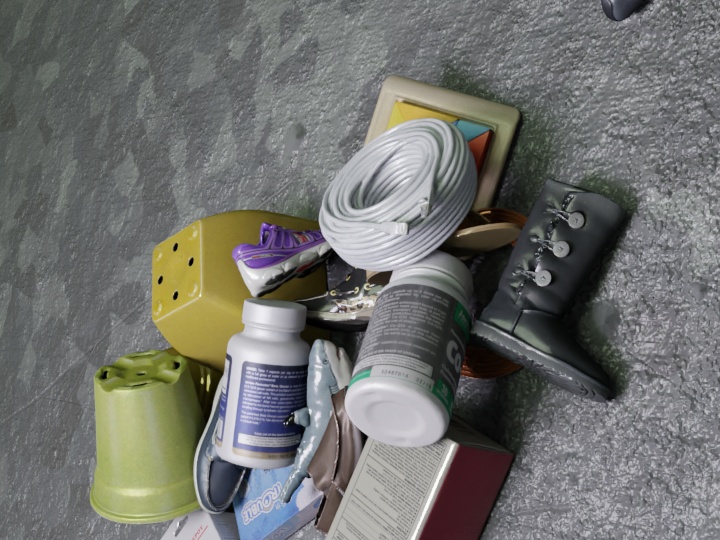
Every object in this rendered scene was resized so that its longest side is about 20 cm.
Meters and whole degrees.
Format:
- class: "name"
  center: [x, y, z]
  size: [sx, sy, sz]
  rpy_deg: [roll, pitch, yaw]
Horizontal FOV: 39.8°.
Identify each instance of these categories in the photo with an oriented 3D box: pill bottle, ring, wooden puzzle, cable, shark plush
- class: "pill bottle"
  center: [-0.120, 0.141, 1.274]
  size: [0.110, 0.110, 0.203]
  rpy_deg: [13, 98, 48]
- class: "pill bottle"
  center: [0.060, 0.080, 1.086]
  size: [0.112, 0.113, 0.201]
  rpy_deg: [-23, 36, 39]
- class: "ring"
  center: [0.142, 0.025, 1.165]
  size: [0.199, 0.019, 0.203]
  rpy_deg: [-6, 79, 33]
- class: "wooden puzzle"
  center: [0.084, -0.133, 1.244]
  size: [0.183, 0.037, 0.202]
  rpy_deg: [19, 88, 19]
- class: "cable"
  center: [0.045, -0.090, 1.148]
  size: [0.199, 0.069, 0.201]
  rpy_deg: [-6, 45, 46]
- class: "shark plush"
  center: [-0.061, 0.188, 1.248]
  size: [0.201, 0.083, 0.091]
  rpy_deg: [-62, 28, 9]

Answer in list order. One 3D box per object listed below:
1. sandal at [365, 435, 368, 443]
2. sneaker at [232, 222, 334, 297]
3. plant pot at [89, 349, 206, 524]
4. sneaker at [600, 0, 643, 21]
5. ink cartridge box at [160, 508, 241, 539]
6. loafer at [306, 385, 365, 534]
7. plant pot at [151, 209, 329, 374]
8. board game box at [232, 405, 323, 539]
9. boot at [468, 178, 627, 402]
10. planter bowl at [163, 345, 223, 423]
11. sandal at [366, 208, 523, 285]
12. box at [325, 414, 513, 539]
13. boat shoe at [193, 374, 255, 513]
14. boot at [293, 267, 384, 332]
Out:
- class: "sandal"
  center: [0.015, 0.188, 1.252]
  size: [0.075, 0.048, 0.203]
  rpy_deg: [7, 83, 49]
- class: "sneaker"
  center: [-0.092, -0.036, 1.341]
  size: [0.081, 0.199, 0.084]
  rpy_deg: [-42, 79, 37]
- class: "plant pot"
  center: [-0.295, 0.221, 1.401]
  size: [0.199, 0.199, 0.186]
  rpy_deg: [16, 118, 48]
- class: "sneaker"
  center: [0.341, -0.360, 1.086]
  size: [0.087, 0.074, 0.201]
  rpy_deg: [37, 103, 41]
- class: "ink cartridge box"
  center: [-0.197, 0.417, 1.381]
  size: [0.116, 0.067, 0.200]
  rpy_deg: [-54, 45, 17]
- class: "loafer"
  center: [-0.030, 0.236, 1.187]
  size: [0.073, 0.070, 0.202]
  rpy_deg: [-91, 1, -75]
- class: "plant pot"
  center: [-0.183, 0.024, 1.407]
  size: [0.194, 0.199, 0.196]
  rpy_deg: [-25, 59, 37]
- class: "board game box"
  center: [-0.108, 0.251, 1.364]
  size: [0.200, 0.043, 0.200]
  rpy_deg: [-42, 50, 30]
- class: "boot"
  center: [0.232, 0.018, 1.072]
  size: [0.164, 0.066, 0.201]
  rpy_deg: [28, 78, 15]
- class: "planter bowl"
  center: [-0.293, 0.187, 1.552]
  size: [0.199, 0.083, 0.203]
  rpy_deg: [-18, 64, 41]
- class: "sandal"
  center: [0.087, -0.047, 1.161]
  size: [0.210, 0.077, 0.070]
  rpy_deg: [-22, 66, 36]
- class: "box"
  center: [0.064, 0.264, 1.129]
  size: [0.127, 0.108, 0.202]
  rpy_deg: [28, 97, 47]
- class: "boat shoe"
  center: [-0.172, 0.230, 1.357]
  size: [0.062, 0.074, 0.202]
  rpy_deg: [-12, 58, 57]
- class: "boot"
  center: [0.000, 0.000, 1.307]
  size: [0.198, 0.073, 0.152]
  rpy_deg: [-5, 72, 35]
